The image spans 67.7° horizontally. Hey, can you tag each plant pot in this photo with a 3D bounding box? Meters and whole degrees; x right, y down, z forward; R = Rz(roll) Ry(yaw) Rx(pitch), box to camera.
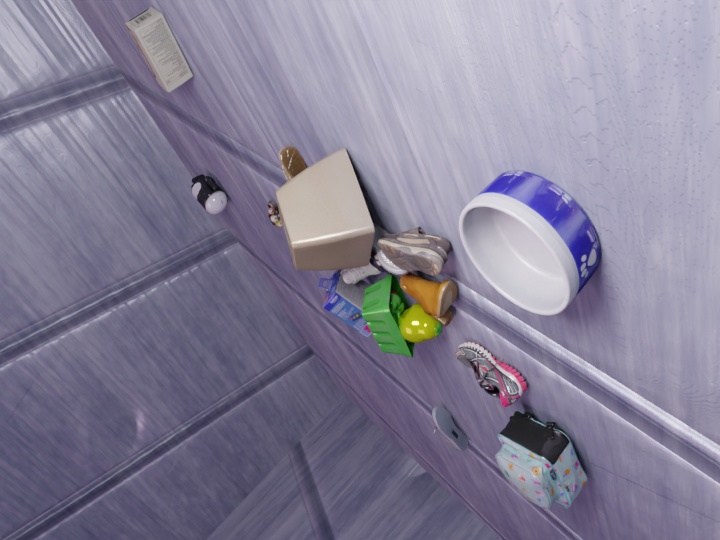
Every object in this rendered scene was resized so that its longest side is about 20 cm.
[{"bbox_3d":[-0.086,-0.112,1.191,0.201,0.171,0.206,99,153,-69],"label":"plant pot"}]

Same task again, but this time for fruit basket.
[{"bbox_3d":[0.120,0.122,1.406,0.207,0.159,0.221,5,134,5],"label":"fruit basket"}]

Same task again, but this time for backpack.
[{"bbox_3d":[0.422,0.455,1.249,0.201,0.154,0.174,49,160,-24],"label":"backpack"}]

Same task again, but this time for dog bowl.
[{"bbox_3d":[0.240,-0.038,0.778,0.200,0.078,0.202,45,163,18],"label":"dog bowl"}]

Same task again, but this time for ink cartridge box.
[{"bbox_3d":[-0.029,0.079,1.550,0.198,0.076,0.138,37,-149,-15],"label":"ink cartridge box"}]

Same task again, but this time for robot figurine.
[{"bbox_3d":[-0.712,-0.360,2.529,0.200,0.125,0.150,45,-179,15],"label":"robot figurine"}]

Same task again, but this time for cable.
[{"bbox_3d":[-0.328,-0.202,1.972,0.098,0.050,0.199,55,162,-15],"label":"cable"}]

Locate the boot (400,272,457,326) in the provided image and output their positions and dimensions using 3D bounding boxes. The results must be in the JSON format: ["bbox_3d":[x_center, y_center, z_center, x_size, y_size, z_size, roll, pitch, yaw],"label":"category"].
[{"bbox_3d":[0.146,0.044,1.215,0.143,0.071,0.203,39,166,24],"label":"boot"}]

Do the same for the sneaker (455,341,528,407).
[{"bbox_3d":[0.290,0.235,1.246,0.198,0.074,0.082,31,156,50],"label":"sneaker"}]

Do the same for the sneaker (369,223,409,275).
[{"bbox_3d":[0.066,-0.034,1.252,0.200,0.077,0.081,49,164,48],"label":"sneaker"}]

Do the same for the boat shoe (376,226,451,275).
[{"bbox_3d":[0.113,-0.046,1.112,0.197,0.074,0.075,21,152,50],"label":"boat shoe"}]

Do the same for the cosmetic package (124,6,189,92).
[{"bbox_3d":[-0.603,-0.662,1.617,0.087,0.103,0.203,38,159,35],"label":"cosmetic package"}]

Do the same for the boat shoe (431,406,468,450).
[{"bbox_3d":[0.301,0.564,1.924,0.203,0.075,0.085,49,147,-20],"label":"boat shoe"}]

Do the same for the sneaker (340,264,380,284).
[{"bbox_3d":[0.000,0.000,1.456,0.079,0.099,0.199,51,164,-6],"label":"sneaker"}]

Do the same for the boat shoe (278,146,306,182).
[{"bbox_3d":[-0.157,-0.234,1.434,0.205,0.072,0.062,67,164,-17],"label":"boat shoe"}]
